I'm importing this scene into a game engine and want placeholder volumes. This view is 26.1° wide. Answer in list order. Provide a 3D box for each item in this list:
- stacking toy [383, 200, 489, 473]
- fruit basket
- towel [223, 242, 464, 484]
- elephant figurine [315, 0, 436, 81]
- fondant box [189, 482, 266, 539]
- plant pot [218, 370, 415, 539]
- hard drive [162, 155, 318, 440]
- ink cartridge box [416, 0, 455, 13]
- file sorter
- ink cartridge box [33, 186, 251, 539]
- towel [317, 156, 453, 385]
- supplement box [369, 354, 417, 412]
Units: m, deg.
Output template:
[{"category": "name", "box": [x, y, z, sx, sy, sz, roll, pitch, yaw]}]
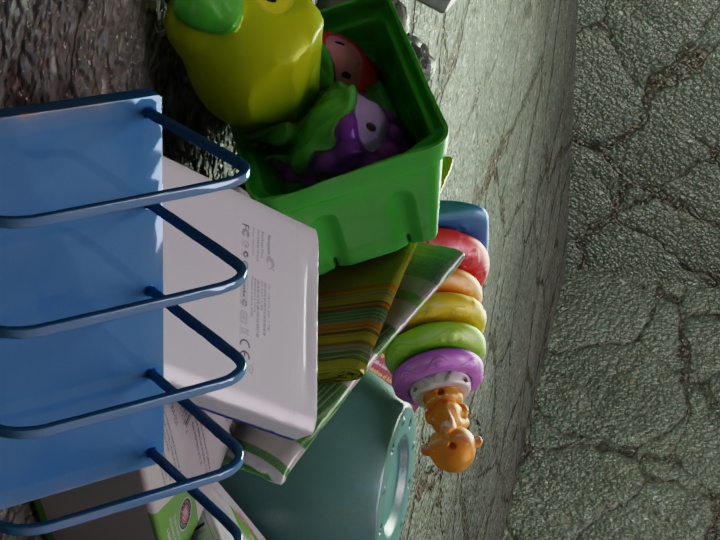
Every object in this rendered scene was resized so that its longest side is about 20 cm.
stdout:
[{"category": "stacking toy", "box": [0.055, 0.059, 1.149, 0.110, 0.115, 0.202, 87, -7, -59]}, {"category": "fruit basket", "box": [-0.037, -0.126, 1.022, 0.216, 0.154, 0.218, 163, -90, -89]}, {"category": "towel", "box": [-0.035, 0.053, 1.056, 0.200, 0.152, 0.023, -49, 121, -22]}, {"category": "elephant figurine", "box": [0.002, -0.144, 1.283, 0.155, 0.142, 0.200, -35, 170, -2]}, {"category": "fondant box", "box": [-0.075, 0.220, 0.987, 0.145, 0.058, 0.200, 55, 0, -29]}, {"category": "plant pot", "box": [-0.047, 0.151, 1.181, 0.200, 0.159, 0.203, 8, 90, -78]}, {"category": "hard drive", "box": [-0.101, 0.006, 0.862, 0.199, 0.025, 0.133, 25, 55, -42]}, {"category": "ink cartridge box", "box": [0.063, -0.323, 1.366, 0.129, 0.124, 0.200, -63, 177, 28]}, {"category": "file sorter", "box": [-0.130, 0.038, 0.708, 0.138, 0.122, 0.202, -13, 118, -32]}, {"category": "ink cartridge box", "box": [-0.127, 0.062, 0.944, 0.146, 0.083, 0.201, 85, 19, -46]}, {"category": "towel", "box": [0.000, 0.000, 1.051, 0.018, 0.085, 0.201, 56, 42, -33]}, {"category": "supplement box", "box": [0.005, 0.086, 1.362, 0.108, 0.061, 0.201, 33, 81, -38]}]
